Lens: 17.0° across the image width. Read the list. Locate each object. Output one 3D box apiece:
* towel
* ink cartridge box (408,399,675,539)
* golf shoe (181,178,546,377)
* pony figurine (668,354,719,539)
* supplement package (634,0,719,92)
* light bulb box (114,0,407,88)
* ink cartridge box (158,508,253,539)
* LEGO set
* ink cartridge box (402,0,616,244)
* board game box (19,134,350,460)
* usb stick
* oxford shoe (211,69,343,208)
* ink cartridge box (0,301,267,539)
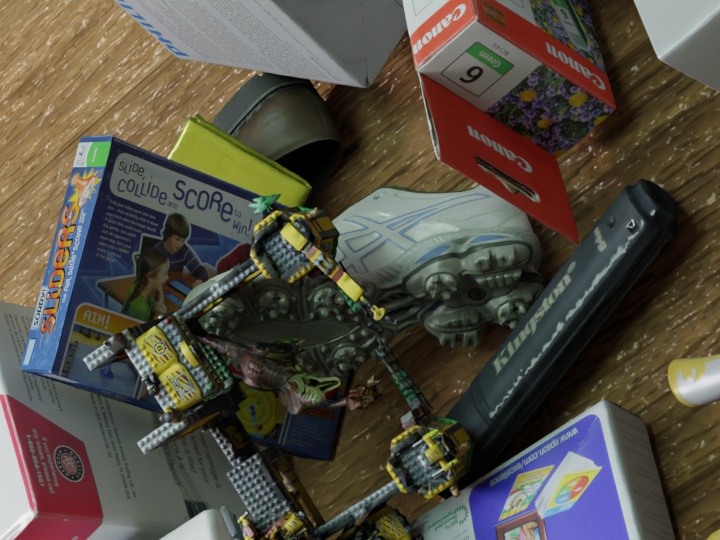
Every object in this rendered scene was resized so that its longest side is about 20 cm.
[{"bbox_3d":[-0.106,0.004,1.455,0.200,0.086,0.018,-60,1,30],"label":"towel"},{"bbox_3d":[0.082,0.197,1.205,0.198,0.043,0.200,-36,47,34],"label":"ink cartridge box"},{"bbox_3d":[0.000,0.000,1.323,0.200,0.078,0.097,-9,43,4],"label":"golf shoe"},{"bbox_3d":[0.222,0.054,1.046,0.200,0.166,0.193,-53,32,42],"label":"pony figurine"},{"bbox_3d":[0.192,-0.190,1.200,0.114,0.110,0.200,-41,46,29],"label":"supplement package"},{"bbox_3d":[-0.044,-0.229,1.439,0.200,0.125,0.198,15,68,51],"label":"light bulb box"},{"bbox_3d":[-0.064,0.253,1.282,0.129,0.125,0.200,-34,52,35],"label":"ink cartridge box"},{"bbox_3d":[-0.043,0.068,1.213,0.154,0.116,0.200,-26,88,16],"label":"LEGO set"},{"bbox_3d":[0.079,-0.118,1.278,0.050,0.109,0.200,-40,39,29],"label":"ink cartridge box"},{"bbox_3d":[-0.085,0.018,1.352,0.034,0.200,0.135,2,74,51],"label":"board game box"},{"bbox_3d":[0.097,0.039,1.260,0.200,0.033,0.055,-53,12,18],"label":"usb stick"},{"bbox_3d":[-0.081,-0.025,1.471,0.200,0.073,0.084,-55,48,19],"label":"oxford shoe"},{"bbox_3d":[-0.144,0.107,1.370,0.084,0.200,0.145,-42,54,32],"label":"ink cartridge box"}]
